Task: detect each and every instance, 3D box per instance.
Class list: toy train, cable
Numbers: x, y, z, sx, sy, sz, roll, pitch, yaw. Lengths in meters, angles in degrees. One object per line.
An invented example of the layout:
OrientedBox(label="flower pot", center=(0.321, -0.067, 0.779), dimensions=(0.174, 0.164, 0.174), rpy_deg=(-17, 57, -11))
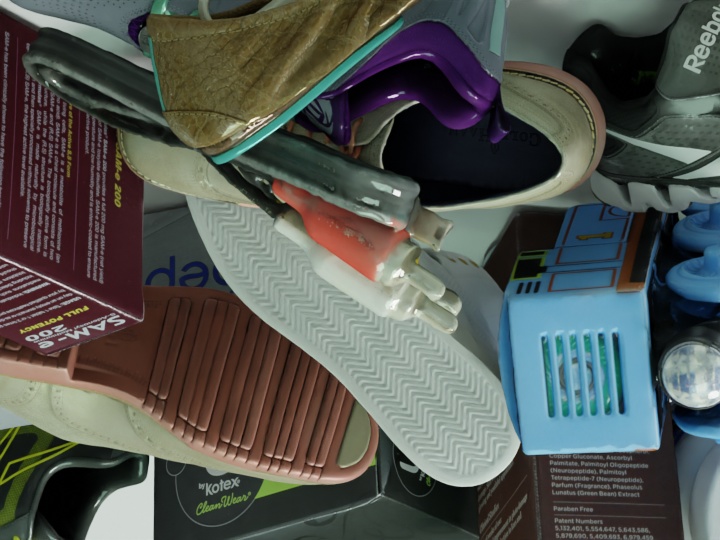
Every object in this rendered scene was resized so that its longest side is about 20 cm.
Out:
OrientedBox(label="toy train", center=(0.122, 0.014, 1.225), dimensions=(0.114, 0.087, 0.200), rpy_deg=(-2, -162, 10))
OrientedBox(label="cable", center=(-0.048, -0.036, 1.097), dimensions=(0.199, 0.051, 0.097), rpy_deg=(24, 174, 9))

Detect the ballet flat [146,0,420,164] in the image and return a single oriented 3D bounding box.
OrientedBox(label="ballet flat", center=(0.008, -0.118, 1.045), dimensions=(0.200, 0.073, 0.068), rpy_deg=(-32, -169, -4))

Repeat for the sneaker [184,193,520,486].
OrientedBox(label="sneaker", center=(0.000, 0.000, 1.255), dimensions=(0.074, 0.200, 0.116), rpy_deg=(-37, -178, 12))

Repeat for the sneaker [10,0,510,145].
OrientedBox(label="sneaker", center=(-0.038, -0.093, 1.092), dimensions=(0.199, 0.088, 0.074), rpy_deg=(1, 154, -6))

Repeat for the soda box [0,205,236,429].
OrientedBox(label="soda box", center=(-0.119, 0.021, 1.344), dimensions=(0.199, 0.069, 0.063), rpy_deg=(-10, 152, 18))

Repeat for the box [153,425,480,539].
OrientedBox(label="box", center=(0.013, 0.100, 1.449), dimensions=(0.148, 0.125, 0.200), rpy_deg=(-20, 148, 33))

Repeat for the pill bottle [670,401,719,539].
OrientedBox(label="pill bottle", center=(0.185, 0.113, 1.368), dimensions=(0.113, 0.114, 0.200), rpy_deg=(2, 176, -7))

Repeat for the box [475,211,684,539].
OrientedBox(label="box", center=(0.097, 0.084, 1.336), dimensions=(0.075, 0.201, 0.100), rpy_deg=(2, 155, -13))

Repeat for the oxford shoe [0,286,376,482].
OrientedBox(label="oxford shoe", center=(-0.090, 0.048, 1.266), dimensions=(0.199, 0.071, 0.074), rpy_deg=(23, 150, -4))

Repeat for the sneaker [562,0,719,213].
OrientedBox(label="sneaker", center=(0.161, -0.068, 1.149), dimensions=(0.199, 0.067, 0.091), rpy_deg=(1, 139, 38))

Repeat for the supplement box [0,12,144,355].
OrientedBox(label="supplement box", center=(-0.171, -0.052, 1.146), dimensions=(0.061, 0.109, 0.200), rpy_deg=(-20, 148, 35))

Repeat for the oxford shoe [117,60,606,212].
OrientedBox(label="oxford shoe", center=(-0.005, -0.056, 1.153), dimensions=(0.199, 0.071, 0.074), rpy_deg=(-2, -170, 12))

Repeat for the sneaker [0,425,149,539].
OrientedBox(label="sneaker", center=(-0.187, 0.122, 1.438), dimensions=(0.200, 0.085, 0.074), rpy_deg=(-45, 144, 9))
